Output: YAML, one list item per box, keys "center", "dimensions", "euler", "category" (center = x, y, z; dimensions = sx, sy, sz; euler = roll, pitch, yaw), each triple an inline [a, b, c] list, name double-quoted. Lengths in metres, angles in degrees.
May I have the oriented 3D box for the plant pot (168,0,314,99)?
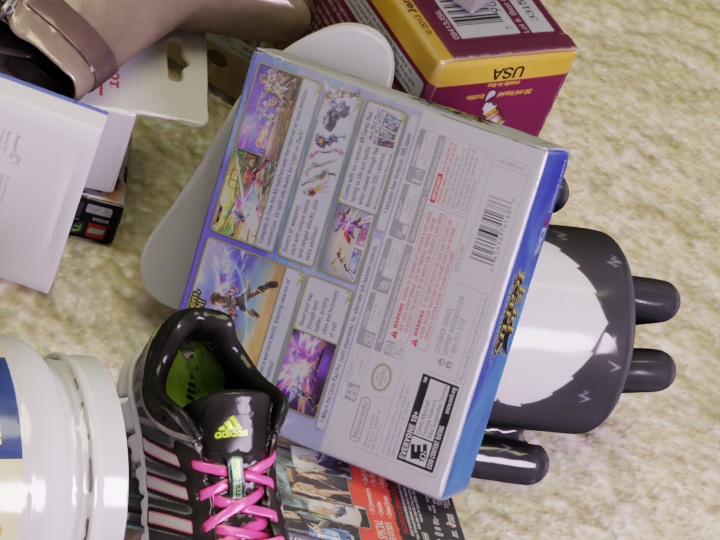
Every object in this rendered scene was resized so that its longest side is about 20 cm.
- center: [-0.039, -0.212, 1.715]
  dimensions: [0.200, 0.200, 0.177]
  euler: [31, 51, 9]
  category: "plant pot"

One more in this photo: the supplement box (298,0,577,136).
- center: [0.029, -0.096, 1.605]
  dimensions: [0.103, 0.200, 0.131]
  euler: [-8, 50, -32]
  category: "supplement box"

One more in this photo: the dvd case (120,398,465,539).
- center: [-0.044, 0.117, 1.439]
  dimensions: [0.200, 0.022, 0.146]
  euler: [14, 17, -11]
  category: "dvd case"

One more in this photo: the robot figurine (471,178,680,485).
- center: [0.083, 0.031, 1.553]
  dimensions: [0.200, 0.125, 0.150]
  euler: [6, 46, -17]
  category: "robot figurine"

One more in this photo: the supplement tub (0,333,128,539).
- center: [-0.228, 0.103, 1.320]
  dimensions: [0.200, 0.145, 0.145]
  euler: [0, 46, -24]
  category: "supplement tub"

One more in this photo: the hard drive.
- center: [-0.253, -0.070, 1.500]
  dimensions: [0.200, 0.132, 0.025]
  euler: [20, 42, -5]
  category: "hard drive"

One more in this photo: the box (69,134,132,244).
- center: [-0.236, -0.085, 1.598]
  dimensions: [0.200, 0.035, 0.110]
  euler: [14, 42, -11]
  category: "box"

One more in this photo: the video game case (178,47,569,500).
- center: [0.000, 0.000, 1.466]
  dimensions: [0.181, 0.200, 0.045]
  euler: [21, 10, 21]
  category: "video game case"

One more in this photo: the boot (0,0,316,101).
- center: [-0.140, -0.146, 1.535]
  dimensions: [0.200, 0.070, 0.146]
  euler: [24, 46, 2]
  category: "boot"

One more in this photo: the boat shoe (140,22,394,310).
- center: [-0.051, -0.062, 1.548]
  dimensions: [0.071, 0.200, 0.070]
  euler: [37, 13, 1]
  category: "boat shoe"

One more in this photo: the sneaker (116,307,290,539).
- center: [-0.070, 0.101, 1.323]
  dimensions: [0.074, 0.087, 0.200]
  euler: [-4, 55, -22]
  category: "sneaker"

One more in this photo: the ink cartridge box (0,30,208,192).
- center: [-0.194, -0.115, 1.570]
  dimensions: [0.200, 0.067, 0.116]
  euler: [11, 42, -14]
  category: "ink cartridge box"

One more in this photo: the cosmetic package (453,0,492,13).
- center: [0.074, -0.257, 1.496]
  dimensions: [0.107, 0.200, 0.090]
  euler: [35, 40, 18]
  category: "cosmetic package"
